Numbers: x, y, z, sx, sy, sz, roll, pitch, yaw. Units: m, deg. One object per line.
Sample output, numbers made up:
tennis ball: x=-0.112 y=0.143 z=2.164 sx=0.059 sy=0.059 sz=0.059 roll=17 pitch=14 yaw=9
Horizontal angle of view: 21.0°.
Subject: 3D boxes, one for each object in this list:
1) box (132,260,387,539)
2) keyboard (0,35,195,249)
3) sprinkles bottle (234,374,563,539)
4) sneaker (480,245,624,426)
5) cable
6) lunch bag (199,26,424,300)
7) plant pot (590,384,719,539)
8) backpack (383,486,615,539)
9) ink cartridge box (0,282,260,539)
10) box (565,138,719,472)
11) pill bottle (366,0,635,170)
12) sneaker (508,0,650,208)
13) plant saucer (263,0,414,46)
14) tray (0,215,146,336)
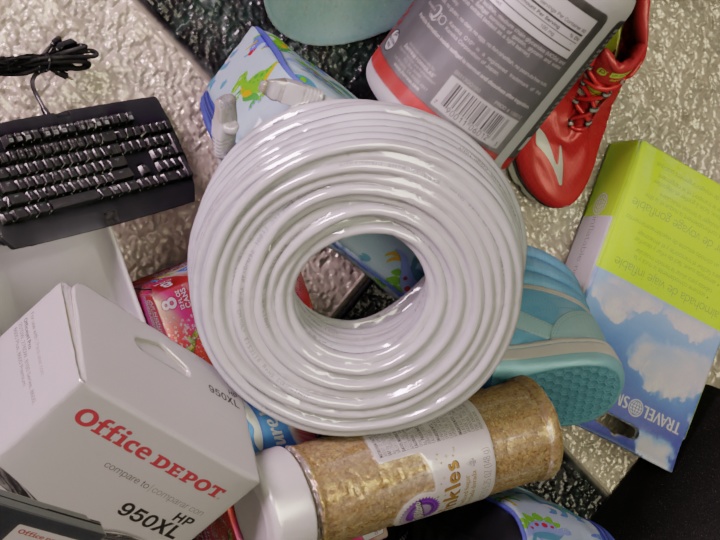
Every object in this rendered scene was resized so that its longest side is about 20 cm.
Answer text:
box: x=-0.070 y=0.089 z=1.216 sx=0.099 sy=0.095 sz=0.202 roll=-21 pitch=100 yaw=-22
keyboard: x=-0.175 y=-0.083 z=1.143 sx=0.128 sy=0.021 sz=0.200 roll=59 pitch=29 yaw=6
sprinkles bottle: x=0.024 y=0.119 z=1.169 sx=0.198 sy=0.068 sz=0.069 roll=-15 pitch=97 yaw=-24
sneaker: x=0.065 y=0.040 z=1.280 sx=0.198 sy=0.131 sz=0.080 roll=2 pitch=133 yaw=-14
cable: x=0.000 y=0.000 z=1.111 sx=0.198 sy=0.069 sz=0.202 roll=7 pitch=117 yaw=-9
lunch bag: x=-0.005 y=-0.061 z=1.212 sx=0.199 sy=0.161 sz=0.083 roll=36 pitch=100 yaw=-23
plant pot: x=0.287 y=0.220 z=1.339 sx=0.200 sy=0.177 sz=0.200 roll=48 pitch=72 yaw=-18
backpack: x=0.091 y=0.229 z=1.235 sx=0.146 sy=0.200 sz=0.185 roll=17 pitch=83 yaw=-24
ink cartridge box: x=-0.177 y=0.121 z=1.102 sx=0.200 sy=0.085 sz=0.144 roll=-41 pitch=131 yaw=19
box: x=0.199 y=0.025 z=1.365 sx=0.121 sy=0.048 sz=0.202 roll=26 pitch=80 yaw=-22
pill bottle: x=0.104 y=-0.168 z=1.238 sx=0.115 sy=0.116 sz=0.200 roll=32 pitch=109 yaw=-21
sneaker: x=0.151 y=-0.135 z=1.310 sx=0.076 sy=0.085 sz=0.202 roll=5 pitch=106 yaw=-25
plant saucer: x=0.017 y=-0.226 z=1.225 sx=0.200 sy=0.202 sz=0.039 roll=-24 pitch=64 yaw=-23
tray: x=-0.166 y=0.067 z=1.190 sx=0.106 sy=0.022 sz=0.202 roll=-15 pitch=99 yaw=18
